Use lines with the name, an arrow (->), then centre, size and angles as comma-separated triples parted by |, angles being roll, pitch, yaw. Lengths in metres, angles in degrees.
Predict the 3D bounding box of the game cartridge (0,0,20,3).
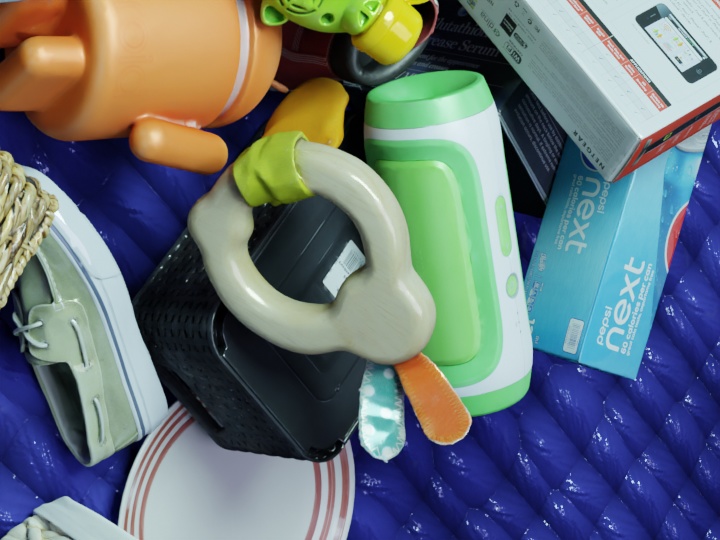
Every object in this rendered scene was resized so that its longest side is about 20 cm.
game cartridge -> -0.217, -0.201, 1.031 | 0.198, 0.041, 0.134 | -8, 67, -38

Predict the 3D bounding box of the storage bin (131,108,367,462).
storage bin -> -0.037, 0.008, 1.257 | 0.135, 0.093, 0.201 | 51, 60, -30

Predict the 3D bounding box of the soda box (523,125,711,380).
soda box -> 0.164, -0.038, 1.267 | 0.068, 0.064, 0.202 | 18, 89, -46

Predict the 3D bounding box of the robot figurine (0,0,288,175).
robot figurine -> -0.128, -0.134, 1.150 | 0.199, 0.144, 0.118 | -9, 127, -40

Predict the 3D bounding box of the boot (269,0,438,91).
boot -> 0.025, -0.194, 1.255 | 0.072, 0.144, 0.201 | 47, 66, -30

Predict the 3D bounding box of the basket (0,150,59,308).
basket -> -0.281, -0.005, 1.017 | 0.149, 0.142, 0.201 | 45, 64, -43

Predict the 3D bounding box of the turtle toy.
turtle toy -> 0.003, -0.224, 1.128 | 0.145, 0.101, 0.201 | 36, 94, -19

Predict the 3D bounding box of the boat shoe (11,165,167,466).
boat shoe -> -0.174, 0.032, 1.173 | 0.062, 0.072, 0.201 | -43, 127, -30

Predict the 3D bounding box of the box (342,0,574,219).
box -> 0.113, -0.151, 1.336 | 0.201, 0.148, 0.107 | -53, 132, -21

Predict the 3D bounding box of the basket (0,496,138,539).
basket -> -0.161, 0.239, 1.145 | 0.123, 0.199, 0.137 | -27, 116, -29

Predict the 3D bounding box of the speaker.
speaker -> 0.055, -0.016, 1.212 | 0.088, 0.088, 0.202 | -23, 112, -36

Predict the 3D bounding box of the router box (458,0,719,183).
router box -> 0.160, -0.174, 1.208 | 0.179, 0.049, 0.201 | -28, 72, -31

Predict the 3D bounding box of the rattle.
rattle -> 0.000, 0.000, 1.165 | 0.200, 0.143, 0.130 | 43, 102, -7

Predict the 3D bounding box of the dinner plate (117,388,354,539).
dinner plate -> -0.084, 0.159, 1.311 | 0.199, 0.024, 0.203 | -9, 104, -39
